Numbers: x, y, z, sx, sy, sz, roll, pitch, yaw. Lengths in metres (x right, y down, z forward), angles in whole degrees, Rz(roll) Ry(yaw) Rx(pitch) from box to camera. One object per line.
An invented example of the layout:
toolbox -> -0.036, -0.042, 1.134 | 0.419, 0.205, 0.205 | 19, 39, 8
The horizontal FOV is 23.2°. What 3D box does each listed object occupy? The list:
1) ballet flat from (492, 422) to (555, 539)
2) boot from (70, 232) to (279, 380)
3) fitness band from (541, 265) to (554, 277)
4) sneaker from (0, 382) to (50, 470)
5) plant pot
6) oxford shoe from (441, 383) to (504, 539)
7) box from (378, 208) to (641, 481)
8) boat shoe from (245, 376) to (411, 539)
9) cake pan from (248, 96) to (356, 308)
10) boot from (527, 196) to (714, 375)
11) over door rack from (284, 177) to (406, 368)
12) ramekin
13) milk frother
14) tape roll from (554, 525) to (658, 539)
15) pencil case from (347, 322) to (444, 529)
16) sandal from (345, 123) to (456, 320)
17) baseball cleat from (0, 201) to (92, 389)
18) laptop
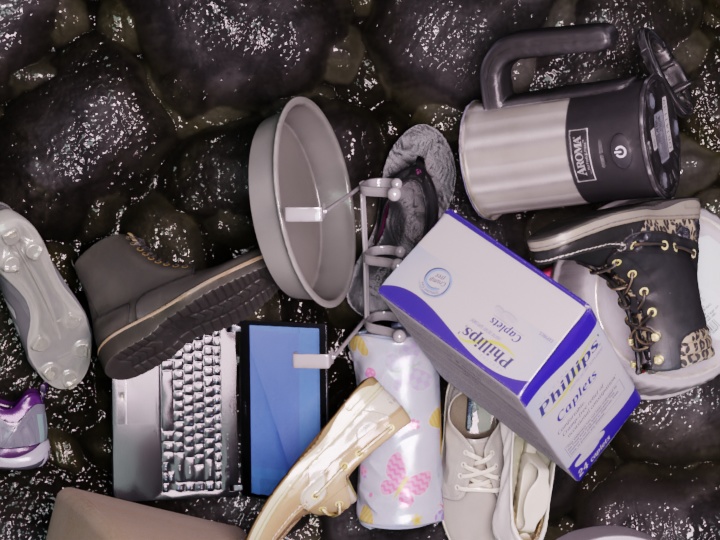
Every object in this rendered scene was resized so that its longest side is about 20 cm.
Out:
ballet flat -> 0.169, 0.175, 1.698 | 0.069, 0.069, 0.202 | 7, 90, -3
boot -> -0.180, -0.003, 1.686 | 0.199, 0.078, 0.139 | -27, 59, -1
fitness band -> 0.223, 0.061, 1.753 | 0.199, 0.037, 0.145 | -20, 90, -3
sneaker -> -0.401, 0.145, 1.701 | 0.198, 0.074, 0.088 | 2, 96, -13
plant pot -> -0.191, 0.326, 1.628 | 0.198, 0.177, 0.202 | 17, 82, -21
oxford shoe -> 0.113, 0.195, 1.739 | 0.074, 0.058, 0.202 | -1, 94, -7
box -> 0.139, 0.069, 1.598 | 0.184, 0.200, 0.105 | 36, 81, 34
boat shoe -> -0.030, 0.194, 1.634 | 0.066, 0.074, 0.200 | 38, 92, 5
cake pan -> -0.055, -0.062, 1.661 | 0.036, 0.200, 0.202 | -8, 93, 19
boot -> 0.241, 0.020, 1.563 | 0.203, 0.073, 0.155 | -11, 93, -39
over door rack -> 0.000, 0.000, 1.622 | 0.066, 0.200, 0.149 | 2, 101, 23
ramekin -> 0.288, 0.024, 1.687 | 0.198, 0.105, 0.202 | 0, 88, -7
milk frother -> 0.217, -0.145, 1.705 | 0.187, 0.200, 0.182 | -5, 86, 27
tape roll -> 0.250, 0.358, 1.747 | 0.198, 0.066, 0.202 | 0, 93, -4
pencil case -> 0.035, 0.154, 1.720 | 0.090, 0.083, 0.202 | -3, 92, 6
sandal -> 0.044, -0.046, 1.731 | 0.075, 0.048, 0.202 | 18, 91, -3
baseball cleat -> -0.317, 0.017, 1.705 | 0.069, 0.106, 0.201 | -23, 122, -16
laptop -> -0.138, 0.139, 1.697 | 0.198, 0.103, 0.179 | -1, 91, -13
